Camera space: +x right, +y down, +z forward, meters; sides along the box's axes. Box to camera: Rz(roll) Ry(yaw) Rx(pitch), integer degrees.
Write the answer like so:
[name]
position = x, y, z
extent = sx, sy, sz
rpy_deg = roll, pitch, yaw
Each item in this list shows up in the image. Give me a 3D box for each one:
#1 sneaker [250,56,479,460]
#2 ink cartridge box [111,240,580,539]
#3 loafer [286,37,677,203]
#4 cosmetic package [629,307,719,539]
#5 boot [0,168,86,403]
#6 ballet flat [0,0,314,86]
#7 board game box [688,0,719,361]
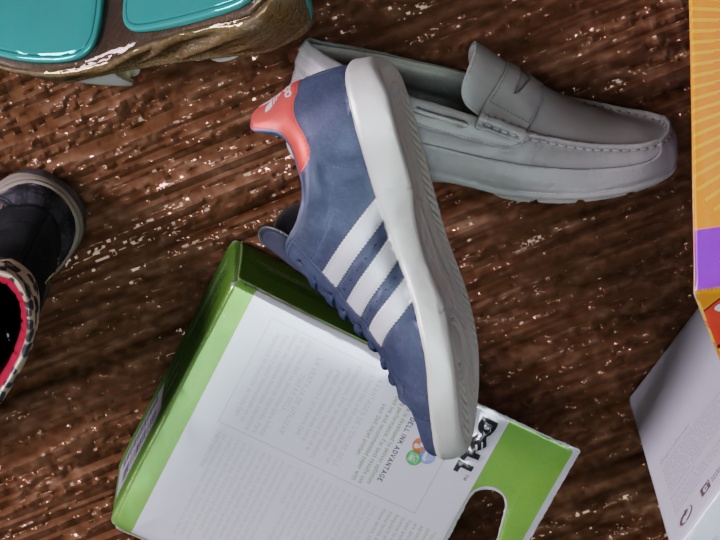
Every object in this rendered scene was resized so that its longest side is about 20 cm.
[sneaker]
position = 0.000, 0.000, 1.186
extent = 0.084, 0.075, 0.201
rpy_deg = -13, 99, 14
[ink cartridge box]
position = -0.010, 0.099, 1.267
extent = 0.199, 0.076, 0.148
rpy_deg = 26, 105, -10
[loafer]
position = 0.061, -0.078, 1.216
extent = 0.199, 0.070, 0.070
rpy_deg = 4, 115, -2
[cosmetic package]
position = 0.201, 0.097, 1.203
extent = 0.101, 0.200, 0.071
rpy_deg = 32, 105, -10
[boot]
position = -0.215, 0.047, 1.208
extent = 0.073, 0.151, 0.200
rpy_deg = 42, 102, -12
[ballet flat]
position = -0.108, -0.122, 1.193
extent = 0.199, 0.072, 0.068
rpy_deg = -7, 66, 29
[board game box]
position = 0.254, -0.036, 1.021
extent = 0.199, 0.201, 0.200
rpy_deg = -8, 146, 17
